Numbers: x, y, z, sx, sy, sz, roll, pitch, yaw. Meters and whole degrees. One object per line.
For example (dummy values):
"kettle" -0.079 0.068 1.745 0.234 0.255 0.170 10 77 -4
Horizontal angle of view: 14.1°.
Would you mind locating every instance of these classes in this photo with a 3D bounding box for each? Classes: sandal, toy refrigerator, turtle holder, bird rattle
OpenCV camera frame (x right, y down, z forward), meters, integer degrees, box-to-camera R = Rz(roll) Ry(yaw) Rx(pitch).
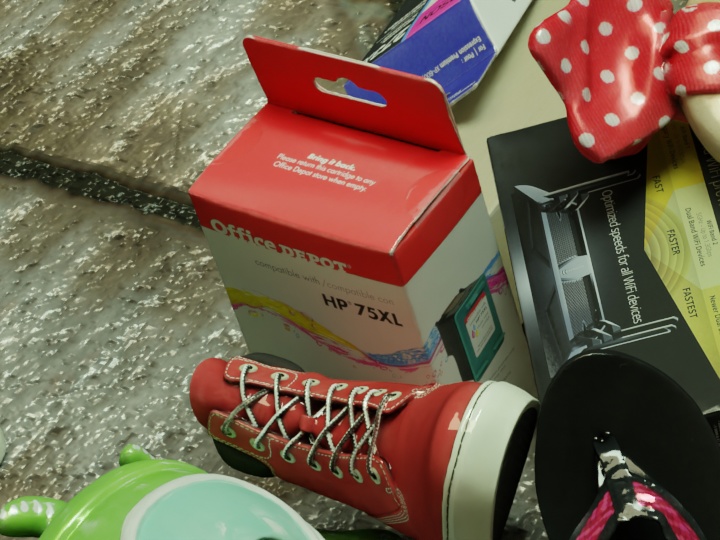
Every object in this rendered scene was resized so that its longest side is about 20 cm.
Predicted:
"sandal" 0.108 0.130 1.123 0.075 0.201 0.045 -5 -1 5
"toy refrigerator" 0.074 -0.044 1.411 0.076 0.070 0.200 9 47 39
"turtle holder" -0.060 0.157 1.205 0.131 0.185 0.142 14 82 34
"bird rattle" 0.179 -0.100 1.216 0.200 0.113 0.163 -35 62 -14

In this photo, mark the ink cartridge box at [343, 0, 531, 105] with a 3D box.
"ink cartridge box" 0.051 -0.131 1.482 0.095 0.037 0.200 -33 17 38

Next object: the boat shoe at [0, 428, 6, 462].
"boat shoe" -0.254 0.044 1.441 0.074 0.066 0.199 -37 43 -19

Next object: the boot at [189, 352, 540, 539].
"boot" -0.004 0.068 1.185 0.144 0.200 0.073 21 80 2

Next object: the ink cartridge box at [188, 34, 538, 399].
"ink cartridge box" 0.000 0.000 1.287 0.116 0.200 0.067 16 52 34

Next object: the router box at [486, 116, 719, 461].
"router box" 0.145 0.004 1.228 0.157 0.052 0.200 -14 43 6
